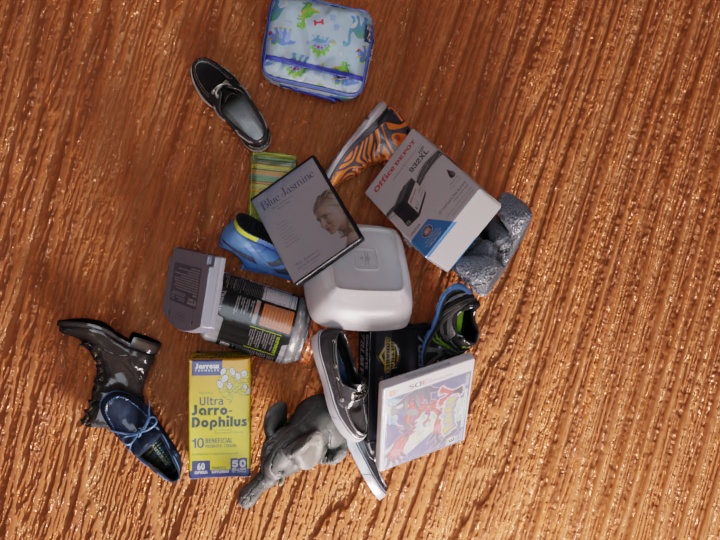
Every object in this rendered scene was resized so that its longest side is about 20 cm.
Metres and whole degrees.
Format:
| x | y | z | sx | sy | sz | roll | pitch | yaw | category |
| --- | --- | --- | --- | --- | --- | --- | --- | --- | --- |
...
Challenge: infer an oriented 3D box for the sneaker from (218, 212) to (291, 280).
| x | y | z | sx | sy | sz | roll | pitch | yaw | category |
| --- | --- | --- | --- | --- | --- | --- | --- | --- | --- |
| -0.161 | -0.022 | 1.376 | 0.198 | 0.067 | 0.079 | 32 | 118 | -21 | sneaker |

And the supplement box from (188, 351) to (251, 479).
| x | y | z | sx | sy | sz | roll | pitch | yaw | category |
| --- | --- | --- | --- | --- | --- | --- | --- | --- | --- |
| -0.245 | 0.249 | 1.352 | 0.106 | 0.109 | 0.206 | -1 | 91 | -8 | supplement box |

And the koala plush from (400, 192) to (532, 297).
| x | y | z | sx | sy | sz | roll | pitch | yaw | category |
| --- | --- | --- | --- | --- | --- | --- | --- | --- | --- |
| 0.183 | -0.068 | 1.401 | 0.198 | 0.184 | 0.179 | 33 | 79 | 13 | koala plush |

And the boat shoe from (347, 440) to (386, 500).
| x | y | z | sx | sy | sz | roll | pitch | yaw | category |
| --- | --- | --- | --- | --- | --- | --- | --- | --- | --- |
| 0.012 | 0.319 | 1.417 | 0.067 | 0.072 | 0.204 | -25 | 88 | -5 | boat shoe |

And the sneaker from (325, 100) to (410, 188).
| x | y | z | sx | sy | sz | roll | pitch | yaw | category |
| --- | --- | --- | --- | --- | --- | --- | --- | --- | --- |
| 0.020 | -0.200 | 1.396 | 0.112 | 0.078 | 0.201 | 40 | 86 | -6 | sneaker |

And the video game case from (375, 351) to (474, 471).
| x | y | z | sx | sy | sz | roll | pitch | yaw | category |
| --- | --- | --- | --- | --- | --- | --- | --- | --- | --- |
| 0.111 | 0.248 | 1.342 | 0.178 | 0.023 | 0.204 | -15 | 128 | -21 | video game case |

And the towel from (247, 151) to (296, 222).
| x | y | z | sx | sy | sz | roll | pitch | yaw | category |
| --- | --- | --- | --- | --- | --- | --- | --- | --- | --- |
| -0.162 | -0.112 | 1.401 | 0.084 | 0.018 | 0.206 | 3 | 92 | -8 | towel |

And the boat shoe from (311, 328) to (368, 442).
| x | y | z | sx | sy | sz | roll | pitch | yaw | category |
| --- | --- | --- | --- | --- | --- | --- | --- | --- | --- |
| -0.020 | 0.193 | 1.307 | 0.065 | 0.069 | 0.205 | -16 | 92 | 37 | boat shoe |

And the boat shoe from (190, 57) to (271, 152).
| x | y | z | sx | sy | sz | roll | pitch | yaw | category |
| --- | --- | --- | --- | --- | --- | --- | --- | --- | --- |
| -0.230 | -0.298 | 1.357 | 0.073 | 0.060 | 0.202 | -35 | 90 | -6 | boat shoe |

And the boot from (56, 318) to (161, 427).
| x | y | z | sx | sy | sz | roll | pitch | yaw | category |
| --- | --- | --- | --- | --- | --- | --- | --- | --- | --- |
| -0.452 | 0.186 | 1.339 | 0.196 | 0.069 | 0.178 | 19 | 88 | -12 | boot |

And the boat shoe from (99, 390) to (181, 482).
| x | y | z | sx | sy | sz | roll | pitch | yaw | category |
| --- | --- | --- | --- | --- | --- | --- | --- | --- | --- |
| -0.366 | 0.285 | 1.327 | 0.084 | 0.068 | 0.201 | -45 | 119 | -10 | boat shoe |

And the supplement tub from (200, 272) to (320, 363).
| x | y | z | sx | sy | sz | roll | pitch | yaw | category |
| --- | --- | --- | --- | --- | --- | --- | --- | --- | --- |
| -0.173 | 0.089 | 1.351 | 0.196 | 0.122 | 0.125 | 19 | 89 | -10 | supplement tub |

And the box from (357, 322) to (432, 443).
| x | y | z | sx | sy | sz | roll | pitch | yaw | category |
| --- | --- | --- | --- | --- | --- | --- | --- | --- | --- |
| 0.087 | 0.199 | 1.399 | 0.194 | 0.049 | 0.206 | 0 | 93 | -30 | box |

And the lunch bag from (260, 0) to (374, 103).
| x | y | z | sx | sy | sz | roll | pitch | yaw | category |
| --- | --- | --- | --- | --- | --- | --- | --- | --- | --- |
| -0.077 | -0.394 | 1.376 | 0.195 | 0.082 | 0.165 | 12 | 93 | -8 | lunch bag |

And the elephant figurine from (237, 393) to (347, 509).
| x | y | z | sx | sy | sz | roll | pitch | yaw | category |
| --- | --- | --- | --- | --- | --- | --- | --- | --- | --- |
| -0.114 | 0.296 | 1.315 | 0.139 | 0.198 | 0.159 | -17 | 85 | 35 | elephant figurine |

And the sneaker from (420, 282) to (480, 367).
| x | y | z | sx | sy | sz | roll | pitch | yaw | category |
| --- | --- | --- | --- | --- | --- | --- | --- | --- | --- |
| 0.161 | 0.124 | 1.346 | 0.069 | 0.083 | 0.204 | -7 | 122 | -36 | sneaker |

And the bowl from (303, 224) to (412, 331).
| x | y | z | sx | sy | sz | roll | pitch | yaw | category |
| --- | --- | --- | --- | --- | --- | --- | --- | --- | --- |
| 0.000 | 0.000 | 1.344 | 0.194 | 0.075 | 0.204 | 3 | 58 | -17 | bowl |

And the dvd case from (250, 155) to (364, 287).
| x | y | z | sx | sy | sz | roll | pitch | yaw | category |
| --- | --- | --- | --- | --- | --- | --- | --- | --- | --- |
| -0.094 | -0.089 | 1.329 | 0.141 | 0.018 | 0.202 | -34 | 61 | 5 | dvd case |

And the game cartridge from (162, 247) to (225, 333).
| x | y | z | sx | sy | sz | roll | pitch | yaw | category |
| --- | --- | --- | --- | --- | --- | --- | --- | --- | --- |
| -0.284 | 0.035 | 1.303 | 0.040 | 0.198 | 0.137 | 13 | 89 | -32 | game cartridge |

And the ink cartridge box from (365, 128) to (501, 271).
| x | y | z | sx | sy | sz | roll | pitch | yaw | category |
| --- | --- | --- | --- | --- | --- | --- | --- | --- | --- |
| 0.120 | -0.123 | 1.320 | 0.146 | 0.201 | 0.083 | -51 | 140 | 12 | ink cartridge box |
